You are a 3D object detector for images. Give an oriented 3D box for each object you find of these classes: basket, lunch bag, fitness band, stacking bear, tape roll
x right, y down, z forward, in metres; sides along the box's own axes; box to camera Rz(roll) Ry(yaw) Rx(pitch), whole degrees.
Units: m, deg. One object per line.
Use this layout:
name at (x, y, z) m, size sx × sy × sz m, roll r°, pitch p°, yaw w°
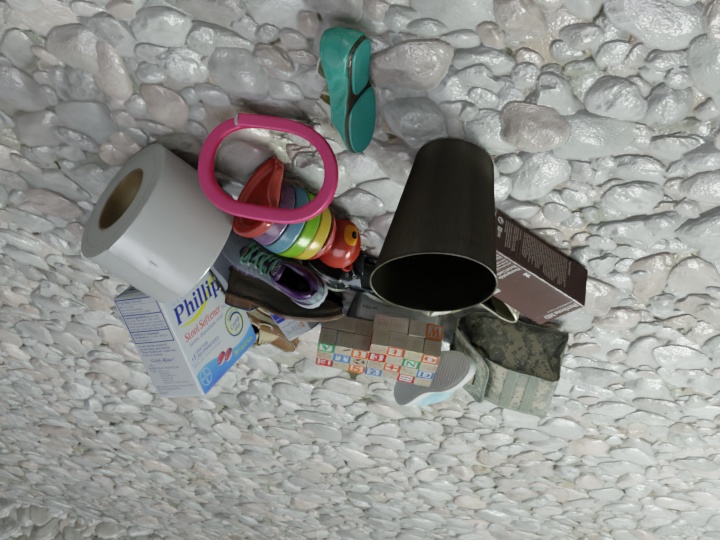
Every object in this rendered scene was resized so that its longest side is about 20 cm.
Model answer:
basket at (0.113, -0.066, 1.294) m, size 0.180 × 0.201 × 0.136 m, roll -12°, pitch 141°, yaw 37°
lunch bag at (0.247, 0.162, 1.684) m, size 0.199 × 0.118 × 0.164 m, roll 15°, pitch 149°, yaw 9°
fitness band at (-0.128, -0.140, 1.332) m, size 0.199 × 0.144 × 0.037 m, roll 10°, pitch -176°, yaw 8°
stacking bear at (-0.084, -0.066, 1.466) m, size 0.199 × 0.122 × 0.114 m, roll 25°, pitch 145°, yaw -31°
tape roll at (-0.305, -0.071, 1.449) m, size 0.139 × 0.203 × 0.202 m, roll 36°, pitch 142°, yaw -31°

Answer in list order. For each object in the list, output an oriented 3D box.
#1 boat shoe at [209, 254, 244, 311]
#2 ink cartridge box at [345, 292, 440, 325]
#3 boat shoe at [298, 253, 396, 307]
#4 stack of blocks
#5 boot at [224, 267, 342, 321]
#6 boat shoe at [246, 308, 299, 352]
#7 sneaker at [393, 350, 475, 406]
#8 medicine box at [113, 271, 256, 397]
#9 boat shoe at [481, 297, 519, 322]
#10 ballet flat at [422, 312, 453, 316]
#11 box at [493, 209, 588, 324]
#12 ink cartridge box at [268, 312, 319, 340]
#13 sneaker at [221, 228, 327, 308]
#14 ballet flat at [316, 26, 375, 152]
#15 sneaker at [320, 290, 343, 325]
boat shoe at (-0.231, -0.015, 1.606) m, size 0.056 × 0.069 × 0.201 m, roll 12°, pitch 134°, yaw 49°
ink cartridge box at (0.045, 0.108, 1.701) m, size 0.146 × 0.086 × 0.200 m, roll 16°, pitch 147°, yaw -6°
boat shoe at (0.000, 0.002, 1.566) m, size 0.199 × 0.075 × 0.066 m, roll 24°, pitch 145°, yaw -17°
stack of blocks at (0.030, 0.125, 1.595) m, size 0.199 × 0.059 × 0.115 m, roll 11°, pitch 148°, yaw 0°
boot at (-0.121, 0.023, 1.550) m, size 0.199 × 0.097 × 0.075 m, roll 9°, pitch -168°, yaw 10°
boat shoe at (-0.197, 0.105, 1.802) m, size 0.075 × 0.074 × 0.200 m, roll -14°, pitch 139°, yaw 38°
sneaker at (0.145, 0.188, 1.694) m, size 0.082 × 0.074 × 0.200 m, roll 4°, pitch 159°, yaw -37°
medicine box at (-0.293, 0.084, 1.638) m, size 0.103 × 0.182 × 0.201 m, roll -7°, pitch 115°, yaw 31°
boat shoe at (0.178, 0.014, 1.527) m, size 0.200 × 0.063 × 0.071 m, roll 30°, pitch 147°, yaw -22°
ballet flat at (0.109, 0.038, 1.555) m, size 0.070 × 0.071 × 0.200 m, roll -8°, pitch 153°, yaw 31°
box at (0.241, -0.002, 1.468) m, size 0.199 × 0.075 × 0.100 m, roll 28°, pitch 145°, yaw -25°
ink cartridge box at (-0.151, 0.024, 1.638) m, size 0.200 × 0.037 × 0.095 m, roll 52°, pitch 149°, yaw -5°
sneaker at (-0.140, -0.015, 1.490) m, size 0.199 × 0.075 × 0.088 m, roll 29°, pitch 175°, yaw 8°
ballet flat at (-0.021, -0.234, 1.226) m, size 0.070 × 0.067 × 0.200 m, roll 31°, pitch 153°, yaw 20°
sneaker at (-0.087, 0.037, 1.654) m, size 0.082 × 0.073 × 0.200 m, roll 10°, pitch 146°, yaw 15°
